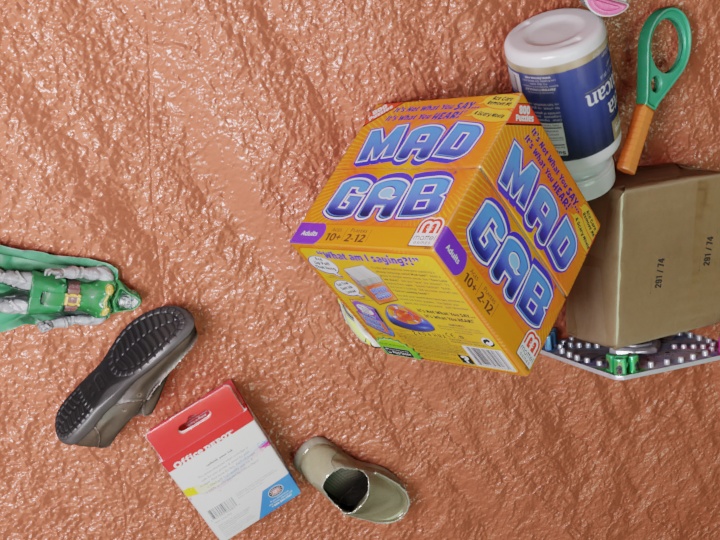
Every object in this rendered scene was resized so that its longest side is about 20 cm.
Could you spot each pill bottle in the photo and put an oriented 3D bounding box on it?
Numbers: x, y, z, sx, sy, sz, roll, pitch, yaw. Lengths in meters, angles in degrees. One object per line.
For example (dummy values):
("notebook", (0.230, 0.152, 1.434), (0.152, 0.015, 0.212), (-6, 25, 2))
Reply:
("pill bottle", (0.234, -0.181, 1.140), (0.110, 0.111, 0.201), (-26, 126, -9))

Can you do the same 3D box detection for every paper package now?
("paper package", (0.357, -0.022, 1.258), (0.189, 0.103, 0.202), (-10, 107, -26))

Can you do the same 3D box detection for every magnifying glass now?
("magnifying glass", (0.342, -0.212, 1.188), (0.079, 0.022, 0.201), (21, 88, -37))

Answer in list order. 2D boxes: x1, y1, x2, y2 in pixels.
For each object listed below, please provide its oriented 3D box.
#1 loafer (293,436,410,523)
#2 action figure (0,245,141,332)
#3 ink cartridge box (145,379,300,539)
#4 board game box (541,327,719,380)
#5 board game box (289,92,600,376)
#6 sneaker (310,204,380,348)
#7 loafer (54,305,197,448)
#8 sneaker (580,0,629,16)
("loafer", (-0.005, 0.287, 1.310), (0.200, 0.068, 0.076), (34, 99, -34))
("action figure", (-0.322, 0.023, 1.037), (0.199, 0.055, 0.119), (3, 112, -30))
("ink cartridge box", (-0.168, 0.214, 1.198), (0.116, 0.067, 0.201), (-31, 125, -7))
("board game box", (0.352, 0.091, 1.295), (0.198, 0.200, 0.026), (-8, 100, -21))
("board game box", (0.092, -0.039, 1.056), (0.200, 0.199, 0.201), (50, 60, -35))
("sneaker", (0.000, 0.000, 1.153), (0.075, 0.076, 0.201), (-27, 123, -7))
("loafer", (-0.249, 0.119, 1.117), (0.200, 0.073, 0.071), (-42, 136, 8))
("sneaker", (0.248, -0.369, 1.074), (0.073, 0.087, 0.202), (-8, 98, 0))
